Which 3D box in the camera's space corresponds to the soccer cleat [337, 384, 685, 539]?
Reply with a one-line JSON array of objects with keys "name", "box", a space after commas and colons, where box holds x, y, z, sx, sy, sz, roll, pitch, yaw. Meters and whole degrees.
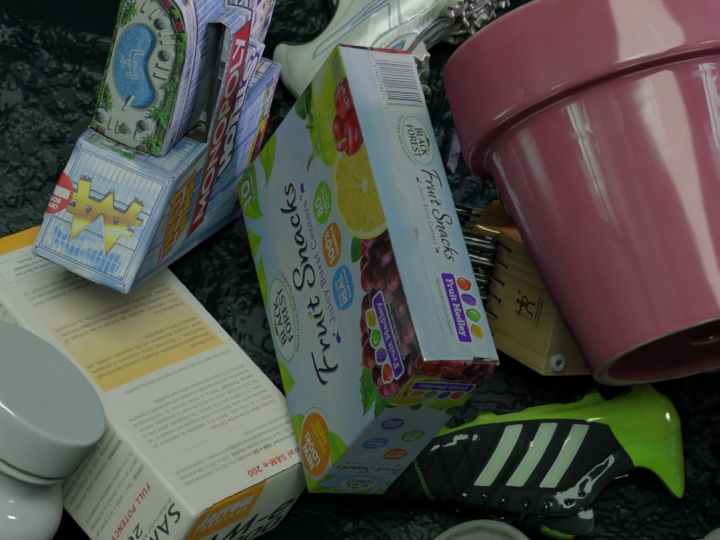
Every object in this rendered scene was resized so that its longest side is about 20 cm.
[{"name": "soccer cleat", "box": [0.087, 0.116, 1.610, 0.199, 0.068, 0.081, -12, 80, -8]}]

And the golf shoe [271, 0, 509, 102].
[{"name": "golf shoe", "box": [0.028, -0.169, 1.726, 0.097, 0.078, 0.200, 34, 68, 18]}]

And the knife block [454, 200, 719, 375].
[{"name": "knife block", "box": [0.096, 0.000, 1.652, 0.199, 0.064, 0.175, 0, 21, -36]}]

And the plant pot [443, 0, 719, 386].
[{"name": "plant pot", "box": [0.159, -0.045, 1.497, 0.199, 0.200, 0.180, -12, 75, -8]}]

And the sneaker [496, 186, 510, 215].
[{"name": "sneaker", "box": [0.107, -0.094, 1.681, 0.070, 0.073, 0.200, 11, 36, 19]}]

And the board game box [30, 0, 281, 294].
[{"name": "board game box", "box": [-0.103, -0.083, 1.569, 0.061, 0.201, 0.200, 22, 31, 8]}]

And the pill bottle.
[{"name": "pill bottle", "box": [-0.226, 0.126, 1.508, 0.120, 0.120, 0.200, 47, 112, 16]}]

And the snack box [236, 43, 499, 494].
[{"name": "snack box", "box": [0.000, 0.000, 1.558, 0.053, 0.142, 0.201, 3, 56, -28]}]

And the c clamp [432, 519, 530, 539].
[{"name": "c clamp", "box": [0.052, 0.221, 1.529, 0.200, 0.027, 0.171, -36, 54, 10]}]

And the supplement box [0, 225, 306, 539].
[{"name": "supplement box", "box": [-0.131, 0.067, 1.585, 0.200, 0.074, 0.126, 47, 36, 17]}]

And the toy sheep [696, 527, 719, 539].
[{"name": "toy sheep", "box": [0.211, 0.195, 1.546, 0.200, 0.138, 0.138, -34, 72, -24]}]
